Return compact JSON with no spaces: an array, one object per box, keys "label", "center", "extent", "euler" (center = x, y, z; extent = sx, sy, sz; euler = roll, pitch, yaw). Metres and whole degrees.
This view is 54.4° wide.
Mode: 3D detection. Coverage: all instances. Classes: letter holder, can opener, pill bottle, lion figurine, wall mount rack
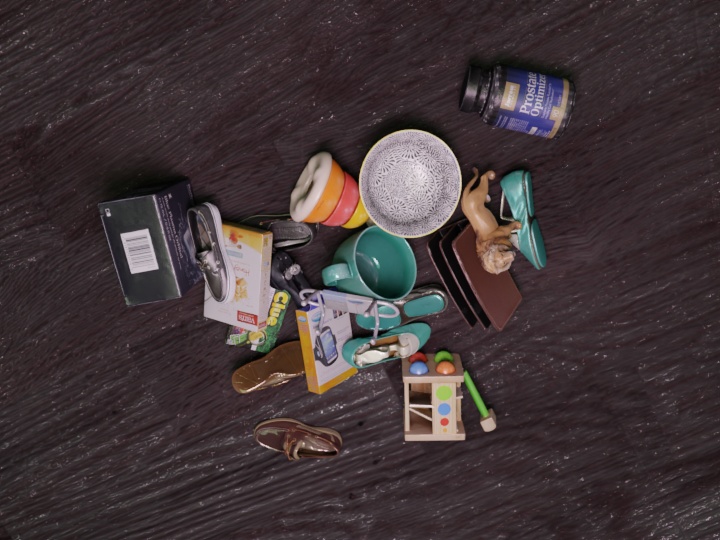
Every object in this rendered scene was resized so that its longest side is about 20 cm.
[{"label":"letter holder","center":[0.212,0.018,1.373],"extent":[0.100,0.142,0.201],"euler":[-21,105,39]},{"label":"can opener","center":[-0.127,0.041,1.438],"extent":[0.064,0.078,0.201],"euler":[-51,122,-23]},{"label":"pill bottle","center":[0.289,-0.320,1.311],"extent":[0.197,0.112,0.113],"euler":[12,105,-1]},{"label":"lion figurine","center":[0.235,-0.095,1.327],"extent":[0.201,0.122,0.072],"euler":[57,144,6]},{"label":"wall mount rack","center":[-0.031,0.076,1.301],"extent":[0.197,0.174,0.075],"euler":[8,64,10]}]

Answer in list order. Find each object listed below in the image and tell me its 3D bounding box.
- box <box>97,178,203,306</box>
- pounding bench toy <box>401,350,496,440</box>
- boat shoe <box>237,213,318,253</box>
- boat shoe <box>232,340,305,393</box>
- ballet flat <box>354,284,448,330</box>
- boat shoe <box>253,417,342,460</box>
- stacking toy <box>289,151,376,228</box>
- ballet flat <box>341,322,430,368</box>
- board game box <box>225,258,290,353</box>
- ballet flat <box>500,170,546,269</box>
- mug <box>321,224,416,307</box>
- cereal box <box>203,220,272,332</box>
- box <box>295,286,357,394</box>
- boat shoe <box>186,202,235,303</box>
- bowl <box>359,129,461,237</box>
[{"label":"box","center":[-0.391,-0.061,1.361],"extent":[0.116,0.200,0.199],"euler":[-9,105,7]},{"label":"pounding bench toy","center":[0.186,0.252,1.460],"extent":[0.197,0.124,0.158],"euler":[-1,105,3]},{"label":"boat shoe","center":[-0.185,-0.072,1.420],"extent":[0.199,0.063,0.075],"euler":[-8,111,10]},{"label":"boat shoe","center":[-0.175,0.209,1.490],"extent":[0.198,0.072,0.073],"euler":[-24,75,-11]},{"label":"ballet flat","center":[0.086,0.076,1.451],"extent":[0.197,0.064,0.068],"euler":[-14,107,12]},{"label":"boat shoe","center":[-0.139,0.376,1.533],"extent":[0.197,0.072,0.073],"euler":[11,105,-1]},{"label":"stacking toy","center":[-0.029,-0.129,1.385],"extent":[0.198,0.146,0.147],"euler":[26,105,-23]},{"label":"ballet flat","center":[0.061,0.162,1.445],"extent":[0.197,0.070,0.068],"euler":[-13,113,-11]},{"label":"board game box","center":[-0.206,0.072,1.468],"extent":[0.104,0.023,0.202],"euler":[13,106,-21]},{"label":"ballet flat","center":[0.317,-0.098,1.393],"extent":[0.070,0.067,0.202],"euler":[-6,107,29]},{"label":"mug","center":[0.006,-0.007,1.380],"extent":[0.184,0.114,0.154],"euler":[27,61,-26]},{"label":"cereal box","center":[-0.247,0.010,1.404],"extent":[0.142,0.039,0.203],"euler":[13,105,28]},{"label":"box","center":[-0.070,0.137,1.446],"extent":[0.041,0.118,0.203],"euler":[3,107,42]},{"label":"boat shoe","center":[-0.297,-0.031,1.369],"extent":[0.068,0.056,0.203],"euler":[-10,93,35]},{"label":"bowl","center":[0.089,-0.169,1.360],"extent":[0.198,0.094,0.204],"euler":[-1,99,-8]}]
